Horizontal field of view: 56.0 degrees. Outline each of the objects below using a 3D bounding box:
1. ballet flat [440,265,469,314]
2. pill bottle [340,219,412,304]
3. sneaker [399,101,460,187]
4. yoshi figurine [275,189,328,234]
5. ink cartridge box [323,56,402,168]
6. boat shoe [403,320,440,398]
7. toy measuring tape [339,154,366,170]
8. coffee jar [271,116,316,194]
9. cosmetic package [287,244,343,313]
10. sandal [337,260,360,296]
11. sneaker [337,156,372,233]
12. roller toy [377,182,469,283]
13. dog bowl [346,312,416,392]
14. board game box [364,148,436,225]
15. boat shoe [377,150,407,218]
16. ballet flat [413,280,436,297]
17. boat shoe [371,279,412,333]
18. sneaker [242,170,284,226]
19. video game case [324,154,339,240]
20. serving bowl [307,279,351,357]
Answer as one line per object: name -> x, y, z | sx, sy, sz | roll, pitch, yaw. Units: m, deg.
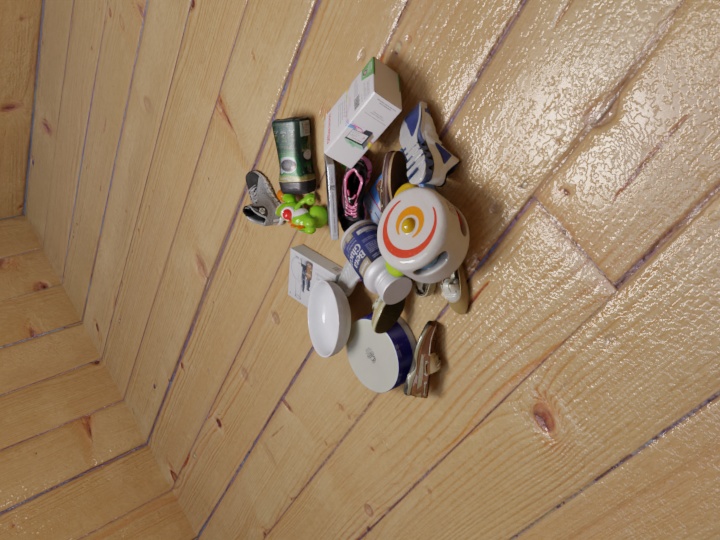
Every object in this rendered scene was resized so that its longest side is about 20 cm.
ballet flat -> 0.204, 0.008, 1.549 | 0.068, 0.062, 0.206 | 2, 105, 45
pill bottle -> 0.040, -0.018, 1.605 | 0.201, 0.109, 0.113 | 55, 138, 39
sneaker -> 0.156, -0.261, 1.497 | 0.080, 0.113, 0.204 | -36, 48, 45
yoshi figurine -> -0.156, -0.161, 1.882 | 0.113, 0.112, 0.200 | -50, 42, 1
ink cartridge box -> 0.003, -0.359, 1.551 | 0.200, 0.083, 0.147 | -44, 32, 36
boat shoe -> 0.164, 0.224, 1.672 | 0.072, 0.076, 0.205 | 18, 111, 11
toy measuring tape -> -0.022, -0.244, 1.702 | 0.073, 0.073, 0.205 | 26, 121, 39
coffee jar -> -0.177, -0.309, 1.831 | 0.102, 0.085, 0.206 | 3, 107, 27
cosmetic package -> -0.126, 0.036, 1.931 | 0.198, 0.051, 0.154 | 29, 126, 38
sandal -> -0.002, -0.007, 1.784 | 0.203, 0.049, 0.084 | -50, 51, 43
sneaker -> -0.021, -0.173, 1.643 | 0.077, 0.096, 0.205 | 9, 116, 5
roller toy -> 0.132, -0.079, 1.455 | 0.180, 0.139, 0.205 | 15, 83, 39
dog bowl -> 0.054, 0.212, 1.774 | 0.198, 0.078, 0.206 | 20, 118, 42
board game box -> 0.093, -0.170, 1.626 | 0.153, 0.036, 0.200 | 59, 139, 15
boat shoe -> 0.068, -0.177, 1.569 | 0.069, 0.070, 0.206 | 14, 114, 39
ballet flat -> 0.155, -0.030, 1.588 | 0.069, 0.069, 0.205 | 22, 119, 40
boat shoe -> 0.073, 0.056, 1.674 | 0.063, 0.072, 0.205 | 30, 103, 46
sneaker -> -0.311, -0.211, 1.995 | 0.201, 0.114, 0.076 | 53, 135, 20
video game case -> -0.074, -0.193, 1.724 | 0.201, 0.023, 0.187 | -105, 11, -72
serving bowl -> -0.074, 0.127, 1.806 | 0.199, 0.064, 0.206 | 3, 93, 63
